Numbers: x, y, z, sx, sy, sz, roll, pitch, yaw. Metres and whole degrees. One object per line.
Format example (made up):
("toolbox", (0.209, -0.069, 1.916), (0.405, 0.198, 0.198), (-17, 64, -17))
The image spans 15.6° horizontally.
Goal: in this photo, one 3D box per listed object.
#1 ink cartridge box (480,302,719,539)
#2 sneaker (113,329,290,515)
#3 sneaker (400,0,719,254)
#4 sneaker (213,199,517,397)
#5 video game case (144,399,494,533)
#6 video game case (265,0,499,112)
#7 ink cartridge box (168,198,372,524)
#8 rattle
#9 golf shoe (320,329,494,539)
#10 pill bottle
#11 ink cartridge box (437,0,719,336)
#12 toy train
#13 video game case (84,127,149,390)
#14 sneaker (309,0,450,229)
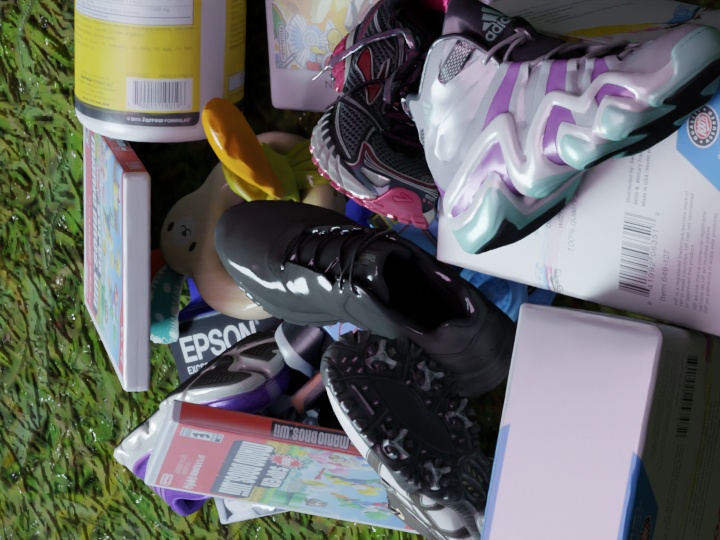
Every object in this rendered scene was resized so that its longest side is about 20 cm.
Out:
("ink cartridge box", (0.145, 0.099, 1.448), (0.084, 0.200, 0.145), (10, 90, 24))
("sneaker", (-0.087, 0.104, 1.723), (0.084, 0.081, 0.200), (50, 147, 3))
("sneaker", (0.091, -0.110, 1.374), (0.200, 0.078, 0.140), (-36, 77, 37))
("sneaker", (0.000, 0.000, 1.533), (0.199, 0.091, 0.076), (21, 74, 21))
("video game case", (-0.029, 0.125, 1.638), (0.143, 0.199, 0.018), (118, 161, -67))
("video game case", (0.012, -0.194, 1.640), (0.181, 0.023, 0.201), (8, 107, 38))
("ink cartridge box", (-0.041, 0.057, 1.743), (0.198, 0.043, 0.201), (-15, 91, 41))
("rattle", (-0.115, -0.027, 1.702), (0.199, 0.143, 0.131), (-14, 82, 36))
("golf shoe", (0.034, 0.114, 1.521), (0.200, 0.078, 0.094), (44, 144, -23))
("pill bottle", (-0.129, -0.190, 1.698), (0.112, 0.112, 0.201), (15, 111, 36))
("ink cartridge box", (0.163, -0.067, 1.469), (0.199, 0.144, 0.148), (17, 111, 35))
("toy train", (0.032, 0.020, 1.618), (0.200, 0.087, 0.114), (-43, 78, 19))
("video game case", (-0.163, -0.018, 1.753), (0.200, 0.017, 0.144), (-131, 40, -69))
("sneaker", (0.020, -0.102, 1.534), (0.080, 0.200, 0.075), (24, 125, -20))
